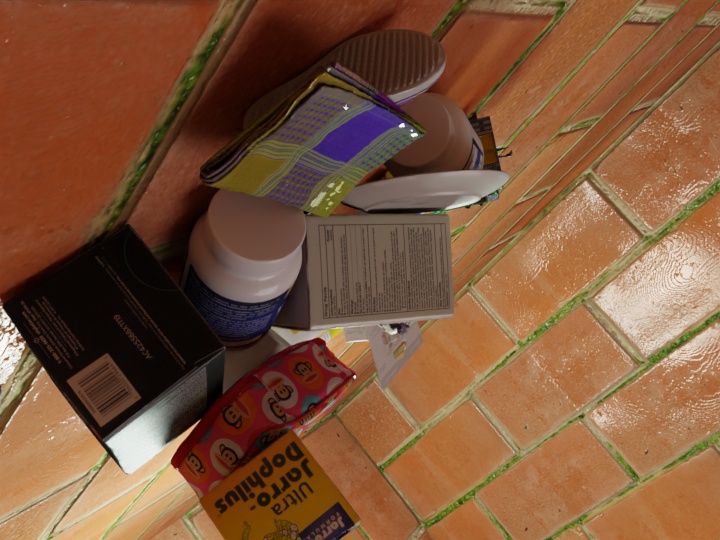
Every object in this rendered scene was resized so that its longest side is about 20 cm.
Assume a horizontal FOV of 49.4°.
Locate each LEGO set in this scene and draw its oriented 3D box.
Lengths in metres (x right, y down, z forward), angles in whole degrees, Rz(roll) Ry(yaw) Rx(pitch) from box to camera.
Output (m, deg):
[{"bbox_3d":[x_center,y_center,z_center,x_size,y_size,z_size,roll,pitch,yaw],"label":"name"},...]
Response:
[{"bbox_3d":[0.148,-0.165,1.195,0.154,0.116,0.200,-13,173,17],"label":"LEGO set"}]

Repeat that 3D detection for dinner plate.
[{"bbox_3d":[0.069,-0.084,0.884,0.200,0.024,0.200,-6,176,0],"label":"dinner plate"}]

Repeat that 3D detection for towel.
[{"bbox_3d":[-0.033,-0.101,0.668,0.144,0.023,0.200,-37,161,18],"label":"towel"}]

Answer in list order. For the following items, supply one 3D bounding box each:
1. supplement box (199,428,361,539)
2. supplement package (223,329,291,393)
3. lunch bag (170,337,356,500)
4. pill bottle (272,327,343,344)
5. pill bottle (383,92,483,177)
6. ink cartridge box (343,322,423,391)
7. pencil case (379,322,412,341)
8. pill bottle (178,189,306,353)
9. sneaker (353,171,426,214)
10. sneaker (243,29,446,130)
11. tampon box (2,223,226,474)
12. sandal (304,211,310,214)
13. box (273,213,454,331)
[{"bbox_3d":[-0.079,0.246,0.793,0.109,0.110,0.200,-36,168,-15],"label":"supplement box"},{"bbox_3d":[-0.151,0.117,0.995,0.110,0.114,0.200,-51,163,-5],"label":"supplement package"},{"bbox_3d":[-0.108,0.171,0.868,0.176,0.082,0.200,-52,165,29],"label":"lunch bag"},{"bbox_3d":[-0.093,0.081,1.272,0.200,0.104,0.104,-36,168,-18],"label":"pill bottle"},{"bbox_3d":[0.083,-0.150,0.940,0.111,0.111,0.200,-42,168,10],"label":"pill bottle"},{"bbox_3d":[0.033,0.073,1.258,0.045,0.177,0.200,-7,-165,25],"label":"ink cartridge box"},{"bbox_3d":[-0.003,0.007,1.072,0.090,0.200,0.078,-54,175,5],"label":"pencil case"},{"bbox_3d":[-0.126,-0.002,0.812,0.116,0.116,0.200,-33,167,-31],"label":"pill bottle"},{"bbox_3d":[0.045,-0.088,1.166,0.082,0.074,0.200,-40,162,8],"label":"sneaker"},{"bbox_3d":[-0.015,-0.145,0.728,0.200,0.073,0.114,-27,159,-10],"label":"sneaker"},{"bbox_3d":[-0.221,0.084,0.738,0.126,0.150,0.200,-37,169,-23],"label":"tampon box"},{"bbox_3d":[-0.042,-0.105,0.903,0.075,0.045,0.200,-30,180,-22],"label":"sandal"},{"bbox_3d":[0.000,0.000,0.931,0.200,0.128,0.109,-2,180,-30],"label":"box"}]
